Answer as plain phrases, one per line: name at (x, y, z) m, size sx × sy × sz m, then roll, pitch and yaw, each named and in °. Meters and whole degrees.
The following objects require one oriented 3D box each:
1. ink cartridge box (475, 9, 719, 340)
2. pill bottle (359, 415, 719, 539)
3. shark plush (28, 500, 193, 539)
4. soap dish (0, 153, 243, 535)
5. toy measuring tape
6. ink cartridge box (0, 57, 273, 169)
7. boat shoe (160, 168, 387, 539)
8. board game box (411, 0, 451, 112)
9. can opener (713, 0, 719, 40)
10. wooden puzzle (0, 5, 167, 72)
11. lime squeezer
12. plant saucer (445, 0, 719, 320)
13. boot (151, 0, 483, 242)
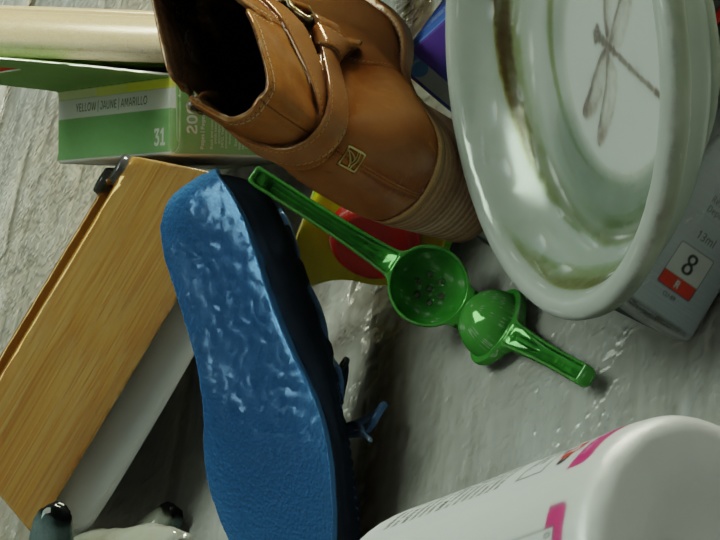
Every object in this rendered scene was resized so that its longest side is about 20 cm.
ink cartridge box at (0.133, -0.082, 1.189) m, size 0.200 × 0.050 × 0.162 m, roll -62°, pitch 26°, yaw 1°
pill bottle at (0.058, 0.129, 1.019) m, size 0.200 × 0.113 × 0.114 m, roll -26°, pitch 41°, yaw 48°
shark plush at (-0.147, 0.190, 1.379) m, size 0.200 × 0.091 × 0.083 m, roll -45°, pitch 60°, yaw 14°
soap dish at (-0.131, 0.033, 1.455) m, size 0.200 × 0.081 × 0.157 m, roll -59°, pitch 7°, yaw -4°
toy measuring tape at (0.000, 0.000, 1.344) m, size 0.074 × 0.073 × 0.200 m, roll -95°, pitch 21°, yaw -51°
ink cartridge box at (-0.127, -0.079, 1.479) m, size 0.145 × 0.199 × 0.048 m, roll 0°, pitch 90°, yaw 60°
boat shoe at (-0.028, 0.049, 1.277) m, size 0.084 × 0.069 × 0.201 m, roll -17°, pitch 76°, yaw 33°
board game box at (0.105, -0.157, 1.239) m, size 0.135 × 0.045 × 0.200 m, roll -55°, pitch 9°, yaw -29°
can opener at (0.187, -0.162, 1.150) m, size 0.200 × 0.053 × 0.067 m, roll -52°, pitch 6°, yaw -9°
wooden puzzle at (-0.125, -0.118, 1.512) m, size 0.200 × 0.184 × 0.037 m, roll -139°, pitch 50°, yaw -80°
lime squeezer at (0.041, 0.008, 1.244) m, size 0.200 × 0.071 × 0.038 m, roll 32°, pitch 73°, yaw 35°
plant saucer at (0.093, -0.082, 1.104) m, size 0.200 × 0.050 × 0.201 m, roll 174°, pitch 90°, yaw -70°
boot at (-0.042, -0.090, 1.217) m, size 0.077 × 0.155 × 0.200 m, roll -50°, pitch 48°, yaw 15°
